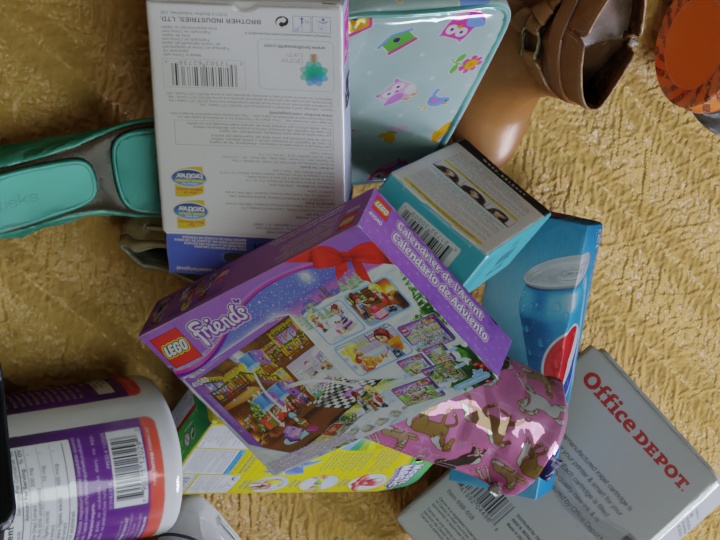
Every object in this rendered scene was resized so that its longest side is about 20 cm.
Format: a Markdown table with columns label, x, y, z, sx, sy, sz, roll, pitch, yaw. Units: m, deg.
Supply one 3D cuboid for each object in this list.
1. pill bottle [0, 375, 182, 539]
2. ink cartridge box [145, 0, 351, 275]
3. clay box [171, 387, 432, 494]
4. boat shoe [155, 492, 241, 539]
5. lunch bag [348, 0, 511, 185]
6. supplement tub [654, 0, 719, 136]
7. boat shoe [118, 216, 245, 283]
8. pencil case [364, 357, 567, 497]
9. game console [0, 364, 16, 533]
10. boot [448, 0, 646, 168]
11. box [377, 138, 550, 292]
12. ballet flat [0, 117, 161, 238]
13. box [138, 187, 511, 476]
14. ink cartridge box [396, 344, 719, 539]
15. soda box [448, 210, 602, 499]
| label | x | y | z | sx | sy | sz | roll | pitch | yaw |
| --- | --- | --- | --- | --- | --- | --- | --- | --- | --- |
| pill bottle | -0.229 | 0.137 | 1.670 | 0.199 | 0.111 | 0.112 | -8 | 119 | -24 |
| ink cartridge box | -0.066 | -0.085 | 1.541 | 0.119 | 0.042 | 0.200 | 3 | 122 | 5 |
| clay box | -0.035 | 0.114 | 1.761 | 0.199 | 0.048 | 0.115 | 1 | 150 | -26 |
| boat shoe | -0.088 | 0.233 | 1.822 | 0.200 | 0.073 | 0.067 | 63 | 40 | -51 |
| lunch bag | 0.005 | -0.134 | 1.628 | 0.160 | 0.077 | 0.200 | -10 | 152 | -27 |
| supplement tub | 0.318 | -0.143 | 1.801 | 0.200 | 0.123 | 0.123 | 11 | 110 | -33 |
| boat shoe | -0.066 | 0.002 | 1.631 | 0.068 | 0.200 | 0.075 | -54 | 153 | -22 |
| pencil case | 0.040 | 0.086 | 1.690 | 0.200 | 0.087 | 0.083 | 20 | 140 | -14 |
| game console | -0.324 | 0.077 | 1.558 | 0.199 | 0.176 | 0.116 | -7 | 151 | -6 |
| boot | 0.122 | -0.135 | 1.681 | 0.073 | 0.155 | 0.201 | -4 | 117 | -26 |
| box | 0.061 | -0.033 | 1.640 | 0.082 | 0.200 | 0.049 | 41 | 107 | 7 |
| ballet flat | -0.166 | -0.068 | 1.613 | 0.199 | 0.070 | 0.068 | -10 | 114 | -10 |
| box | -0.024 | 0.042 | 1.566 | 0.200 | 0.039 | 0.137 | -26 | 117 | 37 |
| ink cartridge box | 0.151 | 0.177 | 1.862 | 0.200 | 0.144 | 0.084 | -41 | 163 | -2 |
| soda box | 0.119 | 0.057 | 1.793 | 0.064 | 0.068 | 0.201 | -11 | 112 | -74 |
